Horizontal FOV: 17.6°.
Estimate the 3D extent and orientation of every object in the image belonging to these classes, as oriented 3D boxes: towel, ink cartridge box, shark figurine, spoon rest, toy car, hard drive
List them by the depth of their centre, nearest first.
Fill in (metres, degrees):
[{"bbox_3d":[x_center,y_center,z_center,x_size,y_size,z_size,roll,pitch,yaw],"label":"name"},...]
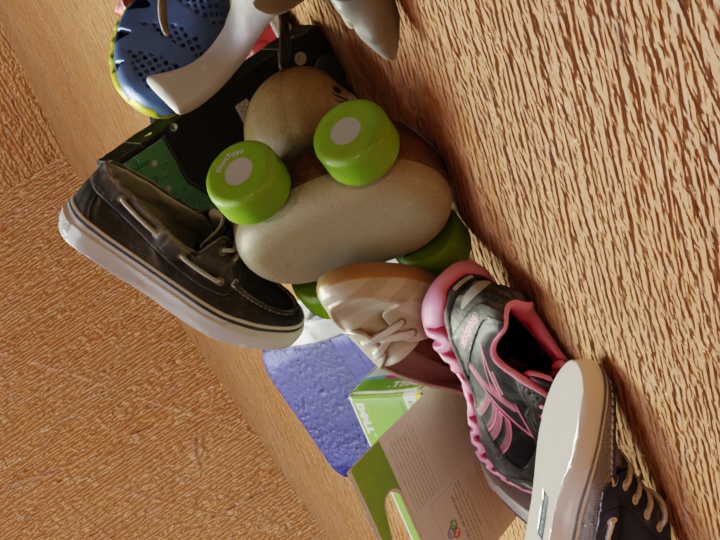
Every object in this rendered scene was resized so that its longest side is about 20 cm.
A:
[{"bbox_3d":[-0.037,-0.205,1.406,0.089,0.214,0.129,-10,81,41],"label":"shark figurine"},{"bbox_3d":[-0.083,-0.199,1.589,0.099,0.061,0.200,46,128,23],"label":"spoon rest"},{"bbox_3d":[-0.021,-0.098,1.651,0.164,0.157,0.201,51,-155,-50],"label":"toy car"},{"bbox_3d":[-0.083,-0.075,1.735,0.038,0.200,0.140,8,131,59],"label":"hard drive"},{"bbox_3d":[0.044,0.153,1.754,0.076,0.200,0.148,-5,118,40],"label":"ink cartridge box"},{"bbox_3d":[0.019,0.090,1.917,0.200,0.050,0.148,-22,104,48],"label":"towel"}]

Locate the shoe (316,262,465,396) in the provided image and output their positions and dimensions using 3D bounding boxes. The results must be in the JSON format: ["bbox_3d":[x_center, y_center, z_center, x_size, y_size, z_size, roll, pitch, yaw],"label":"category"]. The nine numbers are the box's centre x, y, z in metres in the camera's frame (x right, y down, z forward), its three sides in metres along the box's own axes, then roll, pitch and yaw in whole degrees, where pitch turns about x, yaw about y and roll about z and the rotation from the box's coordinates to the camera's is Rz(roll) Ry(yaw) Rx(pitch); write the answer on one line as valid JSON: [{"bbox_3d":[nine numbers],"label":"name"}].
[{"bbox_3d":[0.047,0.047,1.648,0.200,0.070,0.054,26,-136,-42],"label":"shoe"}]

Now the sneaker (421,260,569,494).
[{"bbox_3d":[0.118,0.085,1.618,0.095,0.079,0.200,11,138,52],"label":"sneaker"}]

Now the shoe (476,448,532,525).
[{"bbox_3d":[0.156,0.191,1.714,0.200,0.071,0.091,45,158,40],"label":"shoe"}]

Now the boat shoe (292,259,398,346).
[{"bbox_3d":[-0.003,0.001,1.788,0.202,0.074,0.086,-22,84,51],"label":"boat shoe"}]

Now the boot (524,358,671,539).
[{"bbox_3d":[0.167,0.146,1.558,0.073,0.090,0.201,-108,22,-56],"label":"boot"}]

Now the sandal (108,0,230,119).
[{"bbox_3d":[-0.122,-0.202,1.689,0.079,0.201,0.087,25,153,-14],"label":"sandal"}]

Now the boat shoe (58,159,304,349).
[{"bbox_3d":[-0.115,-0.010,1.647,0.200,0.071,0.072,28,-152,-23],"label":"boat shoe"}]

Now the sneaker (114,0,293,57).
[{"bbox_3d":[-0.120,-0.189,1.839,0.200,0.112,0.071,57,171,14],"label":"sneaker"}]

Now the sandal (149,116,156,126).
[{"bbox_3d":[-0.158,-0.082,1.823,0.201,0.048,0.076,-112,16,-54],"label":"sandal"}]
